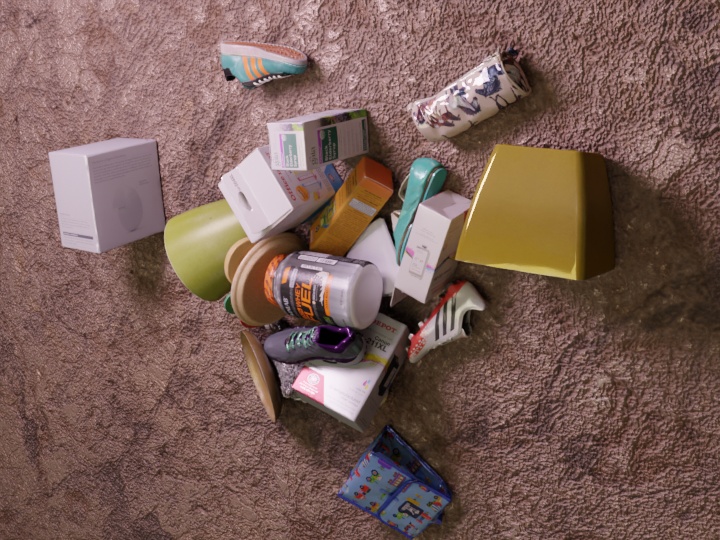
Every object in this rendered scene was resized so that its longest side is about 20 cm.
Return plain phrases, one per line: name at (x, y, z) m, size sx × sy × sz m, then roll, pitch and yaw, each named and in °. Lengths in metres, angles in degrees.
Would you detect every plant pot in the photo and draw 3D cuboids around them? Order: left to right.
plant pot at (-0.251, -0.068, 1.611) m, size 0.198 × 0.187 × 0.189 m, roll -28°, pitch 90°, yaw 21°
plant pot at (-0.203, 0.215, 1.693) m, size 0.202 × 0.027 × 0.201 m, roll 90°, pitch 154°, yaw -52°
plant pot at (0.278, -0.096, 1.241) m, size 0.197 × 0.199 × 0.180 m, roll 10°, pitch 101°, yaw 30°

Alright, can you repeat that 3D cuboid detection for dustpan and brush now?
dustpan and brush at (0.000, 0.000, 1.538) m, size 0.198 × 0.057 × 0.142 m, roll -25°, pitch 82°, yaw 30°

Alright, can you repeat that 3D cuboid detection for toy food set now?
toy food set at (-0.176, 0.019, 1.566) m, size 0.048 × 0.198 × 0.201 m, roll 30°, pitch 127°, yaw 37°

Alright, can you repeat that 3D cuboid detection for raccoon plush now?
raccoon plush at (-0.155, 0.175, 1.617) m, size 0.097 × 0.134 × 0.200 m, roll -44°, pitch 89°, yaw 3°

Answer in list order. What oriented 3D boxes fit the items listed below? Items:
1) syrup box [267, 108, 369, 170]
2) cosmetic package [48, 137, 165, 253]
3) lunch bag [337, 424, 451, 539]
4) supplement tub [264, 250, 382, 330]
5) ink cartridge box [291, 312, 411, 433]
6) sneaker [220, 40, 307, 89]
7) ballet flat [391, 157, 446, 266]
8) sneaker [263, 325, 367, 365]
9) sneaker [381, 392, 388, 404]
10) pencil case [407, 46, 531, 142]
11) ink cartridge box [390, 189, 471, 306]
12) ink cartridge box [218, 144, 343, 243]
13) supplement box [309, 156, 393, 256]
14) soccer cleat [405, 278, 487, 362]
syrup box at (-0.069, -0.227, 1.407) m, size 0.080 × 0.199 × 0.080 m, roll 5°, pitch 108°, yaw 31°
cosmetic package at (-0.531, -0.165, 1.728) m, size 0.121 × 0.199 × 0.204 m, roll 10°, pitch 111°, yaw 29°
lunch bag at (0.080, 0.435, 1.619) m, size 0.199 × 0.094 × 0.151 m, roll 36°, pitch 122°, yaw 3°
supplement tub at (-0.069, 0.032, 1.476) m, size 0.197 × 0.122 × 0.125 m, roll 9°, pitch 111°, yaw 31°
ink cartridge box at (-0.012, 0.170, 1.505) m, size 0.144 × 0.202 × 0.083 m, roll 23°, pitch 162°, yaw 24°
sneaker at (-0.178, -0.375, 1.513) m, size 0.198 × 0.071 × 0.081 m, roll 18°, pitch 120°, yaw 32°
ballet flat at (0.092, -0.107, 1.434) m, size 0.070 × 0.067 × 0.203 m, roll 37°, pitch 121°, yaw 35°
sneaker at (-0.090, 0.120, 1.453) m, size 0.197 × 0.076 × 0.088 m, roll -2°, pitch 150°, yaw 18°
sneaker at (-0.042, 0.211, 1.615) m, size 0.200 × 0.075 × 0.106 m, roll 43°, pitch 124°, yaw 12°
pencil case at (0.170, -0.277, 1.308) m, size 0.198 × 0.078 × 0.090 m, roll -25°, pitch 113°, yaw 36°
ink cartridge box at (0.125, -0.025, 1.402) m, size 0.067 × 0.116 × 0.203 m, roll 28°, pitch 120°, yaw 21°
ink cartridge box at (-0.147, -0.149, 1.484) m, size 0.125 × 0.199 × 0.130 m, roll -35°, pitch 87°, yaw 36°
supplement box at (-0.019, -0.107, 1.486) m, size 0.068 × 0.067 × 0.201 m, roll 22°, pitch 128°, yaw -21°
soccer cleat at (0.152, 0.105, 1.461) m, size 0.085 × 0.068 × 0.201 m, roll 41°, pitch 120°, yaw 15°
